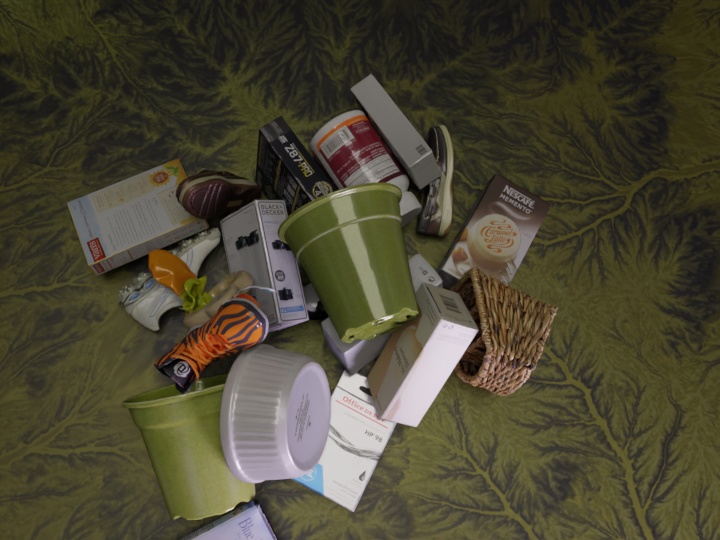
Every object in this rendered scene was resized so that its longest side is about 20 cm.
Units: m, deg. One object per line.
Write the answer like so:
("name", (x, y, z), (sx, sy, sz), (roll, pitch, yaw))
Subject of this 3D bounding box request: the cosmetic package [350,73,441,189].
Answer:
("cosmetic package", (0.059, -0.237, 1.313), (0.051, 0.083, 0.200), (-35, 62, 4))

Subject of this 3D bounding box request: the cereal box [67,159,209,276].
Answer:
("cereal box", (-0.367, -0.091, 1.268), (0.199, 0.040, 0.144), (-24, 59, -10))

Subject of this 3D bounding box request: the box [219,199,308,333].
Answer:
("box", (-0.157, -0.003, 1.238), (0.060, 0.116, 0.201), (-5, 77, -42))

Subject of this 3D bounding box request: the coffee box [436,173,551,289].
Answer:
("coffee box", (0.224, -0.049, 1.316), (0.114, 0.080, 0.200), (30, 75, 2))

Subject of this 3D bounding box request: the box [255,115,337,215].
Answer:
("box", (-0.107, -0.133, 1.242), (0.049, 0.200, 0.161), (-35, 81, -18))

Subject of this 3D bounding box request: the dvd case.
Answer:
("dvd case", (-0.216, 0.441, 1.144), (0.199, 0.018, 0.143), (-26, 116, -11))

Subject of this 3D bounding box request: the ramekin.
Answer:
("ramekin", (-0.114, 0.209, 1.117), (0.094, 0.202, 0.203), (0, 75, 20))

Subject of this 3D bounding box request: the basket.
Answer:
("basket", (0.192, 0.106, 1.213), (0.149, 0.200, 0.143), (26, 73, -1))

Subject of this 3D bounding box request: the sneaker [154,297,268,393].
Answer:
("sneaker", (-0.209, 0.113, 1.057), (0.078, 0.200, 0.112), (48, 46, -8))

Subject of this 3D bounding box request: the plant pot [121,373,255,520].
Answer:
("plant pot", (-0.238, 0.263, 1.152), (0.200, 0.200, 0.185), (-12, 89, -8))

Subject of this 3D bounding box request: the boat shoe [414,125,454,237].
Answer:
("boat shoe", (0.125, -0.159, 1.338), (0.065, 0.073, 0.201), (2, 76, -11))

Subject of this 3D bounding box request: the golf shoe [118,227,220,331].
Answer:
("golf shoe", (-0.296, 0.014, 1.266), (0.200, 0.078, 0.097), (-41, 105, -11))

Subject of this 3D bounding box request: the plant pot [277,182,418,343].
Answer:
("plant pot", (0.000, 0.000, 1.148), (0.199, 0.200, 0.191), (-18, 76, -10))

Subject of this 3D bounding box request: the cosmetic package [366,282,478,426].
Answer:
("cosmetic package", (0.091, 0.131, 1.190), (0.071, 0.105, 0.200), (18, 114, -23))

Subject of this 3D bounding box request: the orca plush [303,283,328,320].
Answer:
("orca plush", (-0.028, 0.048, 1.291), (0.200, 0.071, 0.105), (-27, 35, -18))

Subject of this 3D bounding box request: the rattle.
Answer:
("rattle", (-0.223, 0.010, 1.144), (0.130, 0.200, 0.143), (-25, 96, -22))

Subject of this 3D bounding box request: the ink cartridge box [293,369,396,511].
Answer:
("ink cartridge box", (-0.019, 0.263, 1.223), (0.116, 0.067, 0.200), (27, 75, 2))

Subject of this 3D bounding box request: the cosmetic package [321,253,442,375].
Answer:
("cosmetic package", (0.038, 0.072, 1.251), (0.200, 0.102, 0.074), (-34, 63, -14))

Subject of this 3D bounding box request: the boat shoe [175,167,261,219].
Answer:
("boat shoe", (-0.243, -0.130, 1.244), (0.075, 0.202, 0.075), (35, 103, 17))

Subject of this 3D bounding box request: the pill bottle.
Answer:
("pill bottle", (0.011, -0.161, 1.306), (0.114, 0.114, 0.200), (-31, 81, -12))
